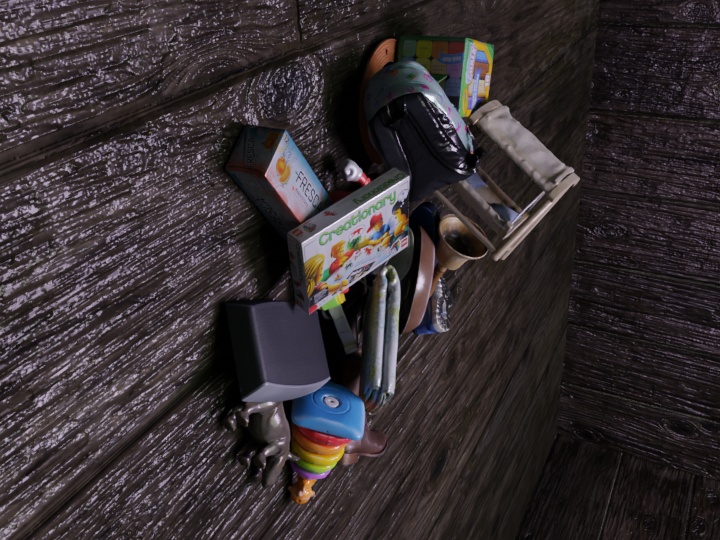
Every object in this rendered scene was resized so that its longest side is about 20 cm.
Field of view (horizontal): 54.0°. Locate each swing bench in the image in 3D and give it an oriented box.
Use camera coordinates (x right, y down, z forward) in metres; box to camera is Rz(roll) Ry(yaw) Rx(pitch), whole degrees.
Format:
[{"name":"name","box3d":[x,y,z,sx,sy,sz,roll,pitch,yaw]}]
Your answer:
[{"name":"swing bench","box3d":[0.238,-0.157,1.217,0.200,0.199,0.129,-48,168,14]}]

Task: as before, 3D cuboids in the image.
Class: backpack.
[{"name":"backpack","box3d":[0.080,-0.214,1.083,0.200,0.165,0.128,48,19,-44]}]

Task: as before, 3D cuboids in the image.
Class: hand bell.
[{"name":"hand bell","box3d":[0.152,-0.001,1.346,0.104,0.103,0.201,-48,171,-46]}]

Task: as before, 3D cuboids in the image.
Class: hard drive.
[{"name":"hard drive","box3d":[-0.104,0.105,0.953,0.199,0.042,0.138,14,63,-66]}]

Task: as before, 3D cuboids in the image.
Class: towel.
[{"name":"towel","box3d":[0.032,0.115,1.130,0.172,0.047,0.204,109,-13,-68]}]

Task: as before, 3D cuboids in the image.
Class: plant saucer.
[{"name":"plant saucer","box3d":[0.103,0.020,1.299,0.200,0.034,0.205,-170,-90,-85]}]

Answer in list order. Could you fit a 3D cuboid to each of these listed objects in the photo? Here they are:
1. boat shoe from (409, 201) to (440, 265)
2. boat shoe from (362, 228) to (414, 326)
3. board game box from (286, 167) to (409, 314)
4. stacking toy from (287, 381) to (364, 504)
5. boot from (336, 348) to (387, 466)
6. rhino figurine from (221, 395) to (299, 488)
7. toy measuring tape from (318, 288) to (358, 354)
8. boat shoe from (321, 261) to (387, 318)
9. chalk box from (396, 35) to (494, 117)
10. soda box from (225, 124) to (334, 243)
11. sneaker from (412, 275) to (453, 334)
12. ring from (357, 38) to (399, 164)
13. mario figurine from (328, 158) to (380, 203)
[{"name":"boat shoe","box3d":[0.132,-0.060,1.394,0.068,0.084,0.202,-35,148,-29]},{"name":"boat shoe","box3d":[0.055,0.017,1.269,0.060,0.071,0.205,-3,112,-67]},{"name":"board game box","box3d":[-0.011,-0.043,0.972,0.199,0.034,0.128,-35,141,-29]},{"name":"stacking toy","box3d":[-0.071,0.283,1.100,0.110,0.114,0.203,-89,-165,-66]},{"name":"boot","box3d":[0.010,0.235,1.281,0.186,0.063,0.204,0,96,-65]},{"name":"rhino figurine","box3d":[-0.130,0.234,0.986,0.088,0.059,0.203,-51,143,-41]},{"name":"toy measuring tape","box3d":[-0.041,0.055,1.058,0.074,0.072,0.203,-48,128,-45]},{"name":"boat shoe","box3d":[0.000,0.000,1.156,0.202,0.059,0.076,-62,150,-31]},{"name":"chalk box","box3d":[0.133,-0.325,1.182,0.199,0.123,0.127,-23,121,-62]},{"name":"soda box","box3d":[-0.095,-0.101,0.918,0.069,0.063,0.200,-68,153,-20]},{"name":"sneaker","box3d":[0.139,0.066,1.464,0.080,0.088,0.201,64,22,-19]},{"name":"ring","box3d":[0.041,-0.279,1.174,0.200,0.019,0.204,-36,132,-54]},{"name":"mario figurine","box3d":[-0.014,-0.103,1.100,0.125,0.105,0.200,60,21,-2]}]
